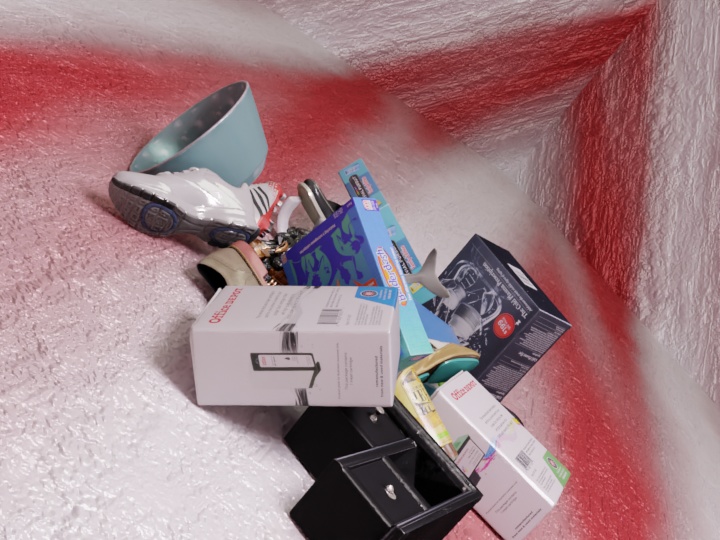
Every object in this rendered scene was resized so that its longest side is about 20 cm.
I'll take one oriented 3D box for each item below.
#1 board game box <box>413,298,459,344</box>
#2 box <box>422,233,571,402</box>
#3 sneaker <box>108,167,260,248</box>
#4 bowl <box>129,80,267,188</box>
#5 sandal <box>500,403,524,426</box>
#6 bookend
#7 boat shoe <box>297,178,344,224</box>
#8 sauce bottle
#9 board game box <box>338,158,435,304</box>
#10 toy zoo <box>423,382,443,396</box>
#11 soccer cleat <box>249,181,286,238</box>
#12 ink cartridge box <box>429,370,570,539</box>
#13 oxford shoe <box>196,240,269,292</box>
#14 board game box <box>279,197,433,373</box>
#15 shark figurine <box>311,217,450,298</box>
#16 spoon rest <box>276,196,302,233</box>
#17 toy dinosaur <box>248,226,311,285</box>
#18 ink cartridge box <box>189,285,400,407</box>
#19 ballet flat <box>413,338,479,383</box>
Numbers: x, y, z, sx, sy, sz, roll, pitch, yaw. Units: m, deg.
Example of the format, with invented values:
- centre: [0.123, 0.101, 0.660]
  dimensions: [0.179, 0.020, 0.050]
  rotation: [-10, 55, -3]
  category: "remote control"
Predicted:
- centre: [0.055, 0.079, 1.390]
  dimensions: [0.199, 0.039, 0.158]
  rotation: [37, 21, 9]
  category: "board game box"
- centre: [0.209, 0.079, 1.538]
  dimensions: [0.104, 0.183, 0.201]
  rotation: [22, 24, -44]
  category: "box"
- centre: [-0.218, -0.088, 1.158]
  dimensions: [0.198, 0.074, 0.088]
  rotation: [16, 54, -36]
  category: "sneaker"
- centre: [-0.204, -0.157, 1.274]
  dimensions: [0.105, 0.200, 0.201]
  rotation: [53, 10, -25]
  category: "bowl"
- centre: [0.198, 0.209, 1.384]
  dimensions: [0.201, 0.048, 0.075]
  rotation: [57, 11, 24]
  category: "sandal"
- centre: [-0.004, 0.198, 0.939]
  dimensions: [0.200, 0.092, 0.198]
  rotation: [47, 18, 23]
  category: "bookend"
- centre: [-0.037, -0.079, 1.490]
  dimensions: [0.072, 0.068, 0.201]
  rotation: [38, -13, 50]
  category: "boat shoe"
- centre: [0.047, 0.152, 1.136]
  dimensions: [0.202, 0.064, 0.065]
  rotation: [62, 22, 14]
  category: "sauce bottle"
- centre: [0.042, -0.059, 1.488]
  dimensions: [0.201, 0.047, 0.151]
  rotation: [59, 3, -37]
  category: "board game box"
- centre: [0.065, 0.131, 1.376]
  dimensions: [0.199, 0.021, 0.132]
  rotation: [32, 18, -26]
  category: "toy zoo"
- centre: [-0.165, -0.101, 1.386]
  dimensions: [0.085, 0.069, 0.201]
  rotation: [37, 21, -13]
  category: "soccer cleat"
- centre: [0.165, 0.238, 1.215]
  dimensions: [0.200, 0.084, 0.145]
  rotation: [44, 17, 12]
  category: "ink cartridge box"
- centre: [-0.126, 0.058, 1.109]
  dimensions: [0.074, 0.071, 0.201]
  rotation: [-21, 63, -36]
  category: "oxford shoe"
- centre: [-0.010, 0.038, 1.115]
  dimensions: [0.045, 0.152, 0.202]
  rotation: [-2, 64, -46]
  category: "board game box"
- centre: [0.010, 0.013, 1.323]
  dimensions: [0.212, 0.128, 0.090]
  rotation: [20, 49, -19]
  category: "shark figurine"
- centre: [-0.067, -0.015, 1.421]
  dimensions: [0.201, 0.060, 0.099]
  rotation: [58, 22, 11]
  category: "spoon rest"
- centre: [-0.119, -0.012, 1.231]
  dimensions: [0.135, 0.102, 0.202]
  rotation: [-8, 71, -46]
  category: "toy dinosaur"
- centre: [-0.061, 0.075, 0.967]
  dimensions: [0.197, 0.085, 0.146]
  rotation: [0, 17, 6]
  category: "ink cartridge box"
- centre: [0.083, 0.123, 1.261]
  dimensions: [0.199, 0.069, 0.063]
  rotation: [-11, 61, -43]
  category: "ballet flat"
